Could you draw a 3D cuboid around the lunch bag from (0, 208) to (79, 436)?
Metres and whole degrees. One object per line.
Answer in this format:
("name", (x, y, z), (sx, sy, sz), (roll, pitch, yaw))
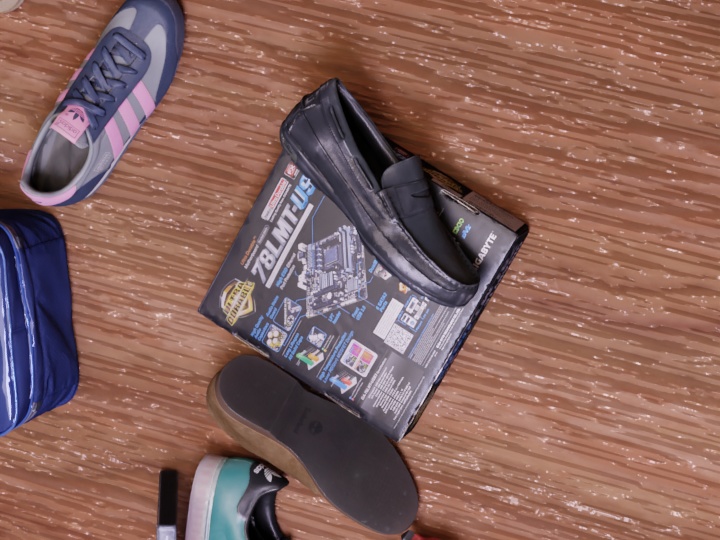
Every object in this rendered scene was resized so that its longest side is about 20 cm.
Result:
("lunch bag", (-0.321, 0.036, 1.759), (0.135, 0.132, 0.201), (-4, 100, 18))

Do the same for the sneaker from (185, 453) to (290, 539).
("sneaker", (-0.101, 0.254, 1.766), (0.080, 0.071, 0.201), (8, 103, 18))

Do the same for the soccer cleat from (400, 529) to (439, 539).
("soccer cleat", (0.013, 0.295, 1.743), (0.085, 0.069, 0.200), (41, 112, -10))

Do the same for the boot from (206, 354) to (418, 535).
("boot", (-0.040, 0.144, 1.739), (0.200, 0.074, 0.075), (39, 153, -6))

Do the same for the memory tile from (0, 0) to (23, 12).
("memory tile", (-0.343, -0.267, 1.767), (0.200, 0.017, 0.154), (-30, 91, 20))

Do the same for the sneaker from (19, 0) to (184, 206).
("sneaker", (-0.207, -0.134, 1.716), (0.070, 0.082, 0.200), (32, 108, 9))

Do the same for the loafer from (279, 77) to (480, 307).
("loafer", (0.022, -0.058, 1.619), (0.201, 0.068, 0.070), (49, 117, 8))

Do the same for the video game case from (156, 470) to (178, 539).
("video game case", (-0.160, 0.280, 1.754), (0.019, 0.143, 0.201), (2, 102, -5))

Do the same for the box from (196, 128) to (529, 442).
("box", (0.000, 0.000, 1.696), (0.198, 0.050, 0.200), (32, 107, 11))
